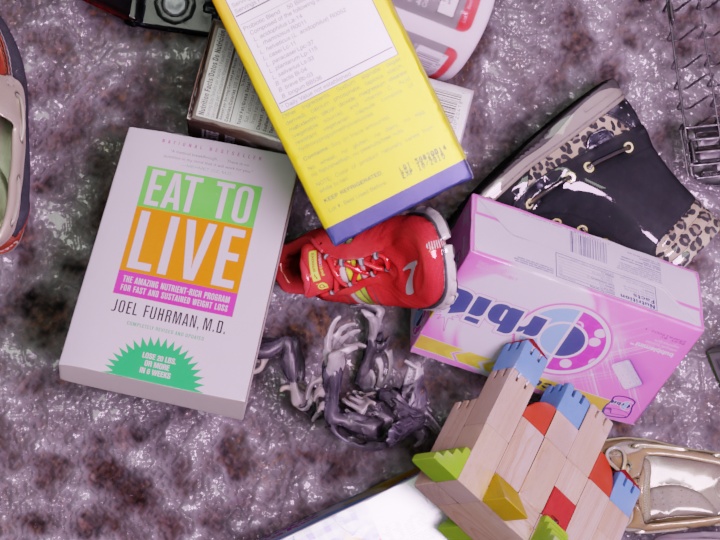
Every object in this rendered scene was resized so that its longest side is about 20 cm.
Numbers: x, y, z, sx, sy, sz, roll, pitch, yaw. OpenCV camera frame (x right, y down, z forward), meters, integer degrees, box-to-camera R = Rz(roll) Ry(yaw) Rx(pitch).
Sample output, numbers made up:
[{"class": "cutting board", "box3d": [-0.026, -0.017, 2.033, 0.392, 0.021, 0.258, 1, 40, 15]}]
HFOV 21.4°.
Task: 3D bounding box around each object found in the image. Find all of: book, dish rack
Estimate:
[{"class": "book", "box3d": [-0.128, 0.000, 1.369, 0.133, 0.048, 0.201, 12, 61, -1]}, {"class": "dish rack", "box3d": [0.308, -0.158, 1.491, 0.153, 0.055, 0.201, -6, 82, -5]}]

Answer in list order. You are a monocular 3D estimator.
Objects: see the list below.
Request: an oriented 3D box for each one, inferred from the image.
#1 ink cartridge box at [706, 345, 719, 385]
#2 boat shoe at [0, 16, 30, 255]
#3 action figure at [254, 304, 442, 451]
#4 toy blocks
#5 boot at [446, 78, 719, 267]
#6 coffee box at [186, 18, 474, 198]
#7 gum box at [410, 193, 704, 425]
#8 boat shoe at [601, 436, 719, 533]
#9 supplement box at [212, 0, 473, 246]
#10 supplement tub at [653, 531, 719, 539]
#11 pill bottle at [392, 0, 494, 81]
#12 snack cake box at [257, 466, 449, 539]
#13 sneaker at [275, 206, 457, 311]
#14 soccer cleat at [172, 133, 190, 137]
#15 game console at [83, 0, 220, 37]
[{"class": "ink cartridge box", "box3d": [0.377, 0.048, 1.462, 0.199, 0.104, 0.060, -22, 89, -7]}, {"class": "boat shoe", "box3d": [-0.285, -0.111, 1.430, 0.071, 0.063, 0.201, -6, 85, -4]}, {"class": "action figure", "box3d": [-0.017, 0.073, 1.415, 0.199, 0.119, 0.102, 18, 98, 3]}, {"class": "toy blocks", "box3d": [0.131, 0.144, 1.388, 0.200, 0.100, 0.137, 44, 57, -23]}, {"class": "boot", "box3d": [0.165, -0.029, 1.464, 0.203, 0.073, 0.154, -42, 93, -6]}, {"class": "coffee box", "box3d": [-0.025, -0.118, 1.431, 0.199, 0.114, 0.080, 15, 86, -3]}, {"class": "gum box", "box3d": [0.150, 0.033, 1.418, 0.199, 0.114, 0.066, 19, 42, -12]}, {"class": "boat shoe", "box3d": [0.237, 0.167, 1.458, 0.200, 0.063, 0.074, 6, 85, -5]}, {"class": "supplement box", "box3d": [-0.016, -0.134, 1.312, 0.109, 0.110, 0.201, -26, 98, 1]}, {"class": "supplement tub", "box3d": [0.282, 0.298, 1.419, 0.131, 0.132, 0.201, 1, 85, -6]}, {"class": "pill bottle", "box3d": [-0.007, -0.225, 1.421, 0.199, 0.114, 0.114, 19, 84, -17]}, {"class": "snack cake box", "box3d": [0.005, 0.230, 1.428, 0.199, 0.067, 0.115, -24, 89, -7]}, {"class": "sneaker", "box3d": [0.000, 0.000, 1.379, 0.085, 0.200, 0.077, -13, 94, -30]}, {"class": "soccer cleat", "box3d": [-0.152, -0.008, 1.422, 0.070, 0.086, 0.201, 15, 84, -4]}, {"class": "game console", "box3d": [-0.134, -0.288, 1.431, 0.172, 0.119, 0.201, 8, 85, -5]}]
